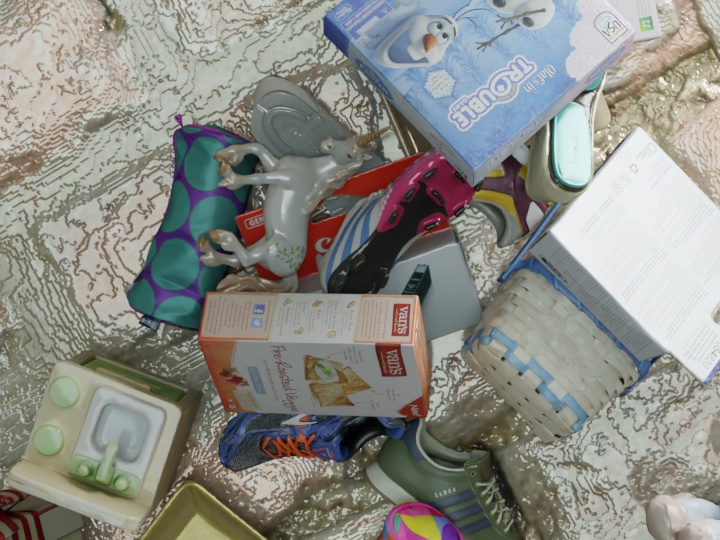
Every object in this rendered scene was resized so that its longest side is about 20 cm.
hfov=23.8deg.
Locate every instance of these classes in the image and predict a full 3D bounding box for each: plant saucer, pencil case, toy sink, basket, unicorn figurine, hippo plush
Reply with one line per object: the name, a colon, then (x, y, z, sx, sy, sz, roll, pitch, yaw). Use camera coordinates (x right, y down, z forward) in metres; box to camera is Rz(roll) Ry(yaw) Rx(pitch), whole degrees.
plant saucer: (-0.150, 0.337, 1.692, 0.200, 0.048, 0.200, 38, 96, 0)
pencil case: (0.030, 0.315, 1.630, 0.088, 0.089, 0.201, 25, 120, 1)
toy sink: (-0.235, 0.152, 1.607, 0.129, 0.200, 0.113, 20, 96, 2)
pencil case: (-0.162, -0.041, 1.646, 0.092, 0.085, 0.202, 18, 95, 1)
basket: (0.201, 0.046, 1.609, 0.176, 0.139, 0.200, 45, 77, 0)
unicorn figurine: (-0.071, -0.065, 1.578, 0.136, 0.074, 0.201, 10, 112, -17)
hippo plush: (0.383, 0.234, 1.598, 0.200, 0.159, 0.161, 39, 96, 0)

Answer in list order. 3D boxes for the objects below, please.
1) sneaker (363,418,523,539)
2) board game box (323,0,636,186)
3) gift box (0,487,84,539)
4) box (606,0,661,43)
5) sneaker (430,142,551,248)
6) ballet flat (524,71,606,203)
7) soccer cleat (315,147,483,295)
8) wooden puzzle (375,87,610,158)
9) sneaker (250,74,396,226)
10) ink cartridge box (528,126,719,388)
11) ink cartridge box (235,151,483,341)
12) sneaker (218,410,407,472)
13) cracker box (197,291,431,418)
sneaker: (0.106, 0.219, 1.657, 0.199, 0.067, 0.090, 35, 102, 3)
board game box: (0.105, -0.211, 1.517, 0.200, 0.043, 0.199, -41, 77, -12)
gift box: (-0.363, 0.306, 1.604, 0.183, 0.200, 0.188, -10, 95, 27)
box: (0.172, -0.270, 1.600, 0.198, 0.036, 0.146, -10, 92, -5)
sneaker: (0.092, -0.111, 1.581, 0.200, 0.075, 0.090, 43, 83, -3)
ballet flat: (0.183, -0.152, 1.554, 0.069, 0.070, 0.202, 10, 69, 2)
soccer cleat: (0.030, -0.055, 1.558, 0.200, 0.087, 0.070, -46, 125, 12)
wooden puzzle: (0.117, -0.186, 1.642, 0.199, 0.046, 0.187, -24, 93, 0)
sneaker: (-0.025, -0.111, 1.641, 0.076, 0.081, 0.200, -38, 112, 12)
ink cartridge box: (0.277, -0.009, 1.583, 0.200, 0.200, 0.041, 45, 139, 1)
ink cartridge box: (0.000, 0.000, 1.631, 0.198, 0.044, 0.175, -19, 117, 4)
sneaker: (-0.044, 0.151, 1.645, 0.199, 0.075, 0.079, -22, 53, 6)
cracker box: (-0.039, 0.079, 1.572, 0.198, 0.134, 0.058, 0, 56, 9)
